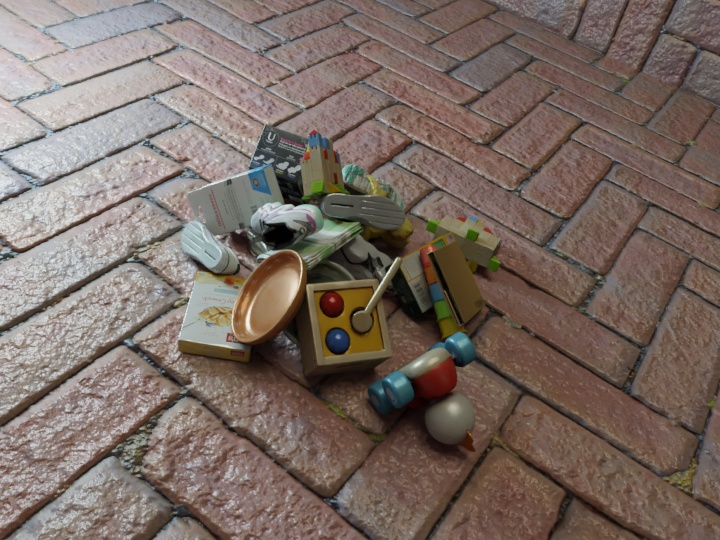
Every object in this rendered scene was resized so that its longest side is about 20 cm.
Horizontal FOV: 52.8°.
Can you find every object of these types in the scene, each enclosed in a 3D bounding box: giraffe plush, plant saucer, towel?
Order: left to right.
[{"bbox_3d":[-0.171,0.055,1.395,0.037,0.199,0.202,37,27,-34],"label":"plant saucer"},{"bbox_3d":[-0.107,-0.059,1.529,0.147,0.031,0.199,10,36,40],"label":"towel"},{"bbox_3d":[-0.090,0.076,1.503,0.196,0.050,0.204,8,67,-18],"label":"plant saucer"},{"bbox_3d":[0.015,-0.102,1.712,0.161,0.201,0.173,-39,62,-11],"label":"giraffe plush"}]

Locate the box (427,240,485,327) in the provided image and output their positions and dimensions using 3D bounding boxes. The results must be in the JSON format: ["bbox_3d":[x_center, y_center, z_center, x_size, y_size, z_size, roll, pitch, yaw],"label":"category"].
[{"bbox_3d":[0.210,0.023,1.577,0.166,0.021,0.199,66,24,1],"label":"box"}]

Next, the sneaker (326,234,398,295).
[{"bbox_3d":[0.000,0.000,1.633,0.199,0.114,0.076,39,42,-29],"label":"sneaker"}]

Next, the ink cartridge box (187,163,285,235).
[{"bbox_3d":[-0.281,-0.156,1.650,0.196,0.118,0.068,-14,14,16],"label":"ink cartridge box"}]

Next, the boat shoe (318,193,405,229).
[{"bbox_3d":[0.002,-0.137,1.608,0.196,0.074,0.071,12,1,-17],"label":"boat shoe"}]

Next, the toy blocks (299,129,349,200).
[{"bbox_3d":[-0.086,-0.233,1.623,0.098,0.140,0.200,-8,-1,15],"label":"toy blocks"}]

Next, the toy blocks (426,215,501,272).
[{"bbox_3d":[0.272,-0.084,1.808,0.197,0.101,0.137,25,31,14],"label":"toy blocks"}]

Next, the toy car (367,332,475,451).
[{"bbox_3d":[0.147,0.255,1.358,0.182,0.177,0.202,-27,83,-23],"label":"toy car"}]

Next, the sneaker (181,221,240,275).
[{"bbox_3d":[-0.330,-0.041,1.592,0.071,0.073,0.200,34,5,-46],"label":"sneaker"}]

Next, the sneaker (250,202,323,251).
[{"bbox_3d":[-0.188,-0.086,1.512,0.197,0.079,0.139,-4,23,39],"label":"sneaker"}]

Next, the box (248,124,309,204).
[{"bbox_3d":[-0.176,-0.251,1.753,0.130,0.200,0.117,19,82,5],"label":"box"}]

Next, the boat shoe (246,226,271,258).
[{"bbox_3d":[-0.185,-0.030,1.608,0.073,0.074,0.200,-18,43,-27],"label":"boat shoe"}]

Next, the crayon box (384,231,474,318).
[{"bbox_3d":[0.160,0.007,1.648,0.198,0.051,0.127,-28,90,-39],"label":"crayon box"}]

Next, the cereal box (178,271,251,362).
[{"bbox_3d":[-0.280,0.090,1.469,0.141,0.040,0.202,9,40,-7],"label":"cereal box"}]

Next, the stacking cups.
[{"bbox_3d":[0.171,0.048,1.578,0.059,0.060,0.204,-10,73,-27],"label":"stacking cups"}]

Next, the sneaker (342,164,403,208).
[{"bbox_3d":[0.022,-0.193,1.864,0.198,0.091,0.079,33,54,-17],"label":"sneaker"}]

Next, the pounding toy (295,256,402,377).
[{"bbox_3d":[-0.014,0.090,1.417,0.196,0.142,0.188,-4,72,-21],"label":"pounding toy"}]
